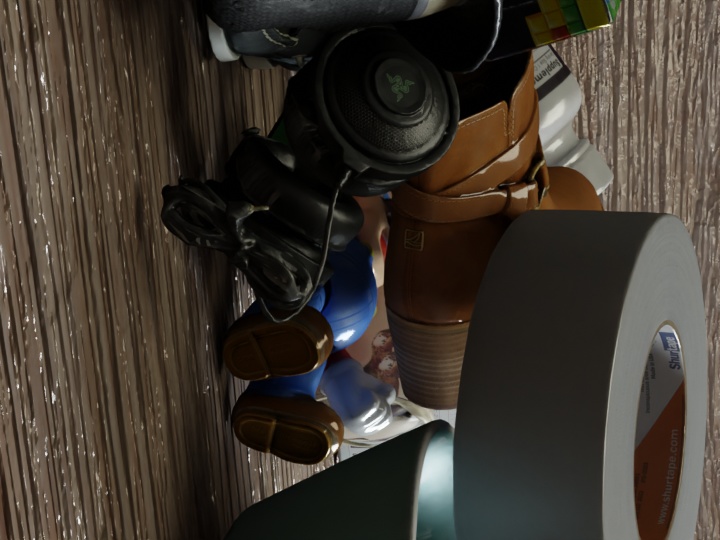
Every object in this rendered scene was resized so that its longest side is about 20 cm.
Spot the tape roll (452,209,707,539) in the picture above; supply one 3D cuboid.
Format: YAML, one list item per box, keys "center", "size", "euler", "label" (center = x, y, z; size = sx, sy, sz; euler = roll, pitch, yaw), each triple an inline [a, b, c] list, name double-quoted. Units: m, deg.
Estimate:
- center: [0.104, 0.073, 0.811]
  size: [0.200, 0.066, 0.201]
  euler: [4, 90, -67]
  label: "tape roll"

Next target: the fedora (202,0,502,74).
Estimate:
- center: [-0.027, -0.141, 0.633]
  size: [0.201, 0.091, 0.201]
  euler: [62, -10, 20]
  label: "fedora"

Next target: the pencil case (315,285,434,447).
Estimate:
- center: [-0.003, -0.002, 1.009]
  size: [0.078, 0.089, 0.201]
  euler: [41, 44, -56]
  label: "pencil case"

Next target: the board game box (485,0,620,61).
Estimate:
- center: [0.052, -0.204, 0.717]
  size: [0.165, 0.057, 0.200]
  euler: [-62, 133, -63]
  label: "board game box"

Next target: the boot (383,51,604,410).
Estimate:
- center: [0.067, -0.046, 0.880]
  size: [0.200, 0.077, 0.156]
  euler: [-40, 137, -44]
  label: "boot"

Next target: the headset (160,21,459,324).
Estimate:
- center: [-0.025, -0.052, 0.737]
  size: [0.124, 0.094, 0.200]
  euler: [-47, -163, 31]
  label: "headset"

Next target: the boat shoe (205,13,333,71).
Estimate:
- center: [-0.033, -0.129, 0.829]
  size: [0.200, 0.060, 0.076]
  euler: [-42, 131, -82]
  label: "boat shoe"

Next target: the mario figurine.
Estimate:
- center: [0.000, 0.000, 0.882]
  size: [0.124, 0.106, 0.200]
  euler: [-52, -169, 36]
  label: "mario figurine"

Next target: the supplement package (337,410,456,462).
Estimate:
- center: [0.058, 0.023, 1.247]
  size: [0.152, 0.150, 0.200]
  euler: [-83, 170, -57]
  label: "supplement package"

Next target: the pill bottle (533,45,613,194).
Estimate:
- center: [0.062, -0.113, 1.086]
  size: [0.200, 0.111, 0.111]
  euler: [54, 11, -5]
  label: "pill bottle"

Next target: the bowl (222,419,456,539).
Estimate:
- center: [-0.005, 0.167, 0.760]
  size: [0.201, 0.105, 0.201]
  euler: [-7, 90, -78]
  label: "bowl"
